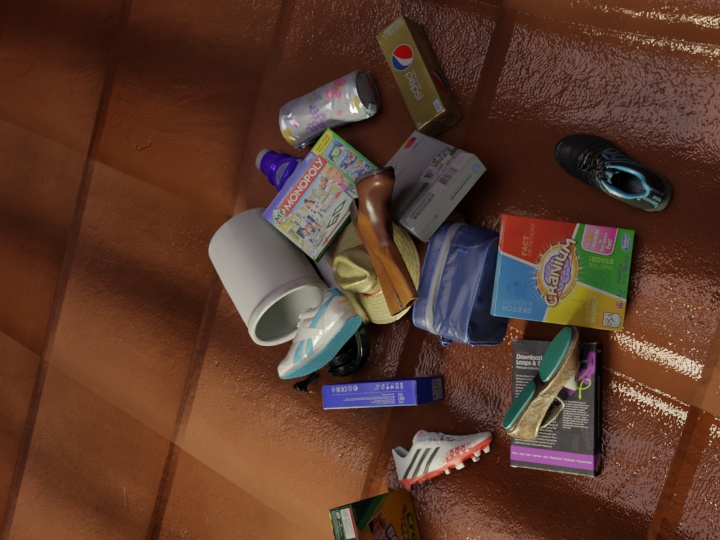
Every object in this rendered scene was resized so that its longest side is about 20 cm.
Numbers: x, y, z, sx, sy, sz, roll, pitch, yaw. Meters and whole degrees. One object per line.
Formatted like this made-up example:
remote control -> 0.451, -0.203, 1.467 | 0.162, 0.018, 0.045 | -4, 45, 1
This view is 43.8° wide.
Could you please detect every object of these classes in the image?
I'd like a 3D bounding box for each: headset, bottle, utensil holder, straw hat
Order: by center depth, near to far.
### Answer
straw hat -> 0.000, 0.000, 1.540 | 0.198, 0.084, 0.206 | 4, 96, 41
headset -> -0.059, 0.148, 1.624 | 0.124, 0.093, 0.201 | 49, 137, 16
utensil holder -> -0.173, 0.008, 1.680 | 0.170, 0.169, 0.201 | -47, 61, 24
bottle -> -0.120, -0.172, 1.710 | 0.199, 0.065, 0.085 | 35, 100, 32

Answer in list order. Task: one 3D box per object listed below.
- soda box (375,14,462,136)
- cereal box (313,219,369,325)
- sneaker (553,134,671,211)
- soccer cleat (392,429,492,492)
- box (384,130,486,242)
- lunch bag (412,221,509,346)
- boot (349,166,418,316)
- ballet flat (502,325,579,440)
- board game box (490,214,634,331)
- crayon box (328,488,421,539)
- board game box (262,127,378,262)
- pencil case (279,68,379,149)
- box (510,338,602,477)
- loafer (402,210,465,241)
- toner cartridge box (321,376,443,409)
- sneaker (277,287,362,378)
soda box -> 0.102, -0.339, 1.560 | 0.063, 0.067, 0.203 | -31, 70, 30
cereal box -> -0.008, -0.016, 1.636 | 0.144, 0.039, 0.202 | -44, 65, 28
sneaker -> 0.371, -0.156, 1.349 | 0.198, 0.081, 0.074 | 32, 107, 34
soccer cleat -> 0.133, 0.300, 1.504 | 0.199, 0.068, 0.086 | -35, 72, 34
box -> 0.099, -0.144, 1.487 | 0.157, 0.041, 0.200 | -50, 33, -3
lunch bag -> 0.167, 0.027, 1.451 | 0.131, 0.135, 0.204 | 18, 96, 38
boot -> 0.041, -0.044, 1.407 | 0.203, 0.067, 0.189 | 70, 156, 17
ballet flat -> 0.291, 0.176, 1.363 | 0.064, 0.071, 0.202 | 26, 114, -9
board game box -> 0.303, 0.003, 1.352 | 0.195, 0.040, 0.157 | 6, 91, 1
crayon box -> 0.039, 0.481, 1.494 | 0.058, 0.171, 0.204 | -22, 76, 35
board game box -> -0.067, -0.136, 1.619 | 0.134, 0.029, 0.201 | 38, 92, 14
pencil case -> -0.060, -0.298, 1.663 | 0.197, 0.083, 0.093 | -20, 62, 32
box -> 0.306, 0.211, 1.404 | 0.141, 0.036, 0.205 | 0, 89, 35
loafer -> 0.088, -0.094, 1.553 | 0.197, 0.068, 0.077 | 15, 101, 35
toner cartridge box -> 0.038, 0.213, 1.559 | 0.197, 0.094, 0.044 | -9, 82, 35
sneaker -> -0.080, 0.115, 1.566 | 0.200, 0.076, 0.081 | -46, 65, 25
